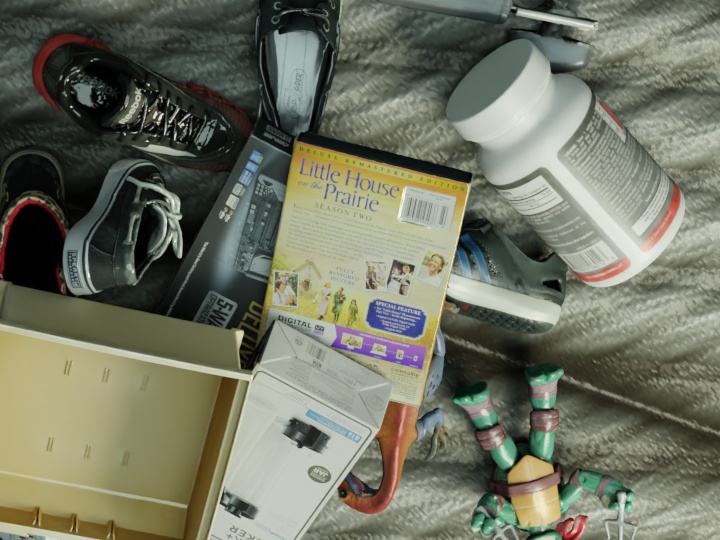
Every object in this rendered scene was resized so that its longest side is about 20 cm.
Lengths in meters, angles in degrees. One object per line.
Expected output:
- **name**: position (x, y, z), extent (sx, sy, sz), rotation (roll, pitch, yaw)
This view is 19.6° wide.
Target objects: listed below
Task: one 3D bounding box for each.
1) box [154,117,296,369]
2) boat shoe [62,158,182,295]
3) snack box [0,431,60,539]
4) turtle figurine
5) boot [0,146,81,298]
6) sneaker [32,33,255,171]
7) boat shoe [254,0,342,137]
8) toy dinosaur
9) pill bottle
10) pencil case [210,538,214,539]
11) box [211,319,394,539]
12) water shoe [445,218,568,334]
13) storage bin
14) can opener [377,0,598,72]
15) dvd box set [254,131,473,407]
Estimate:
- **box**: position (-0.063, -0.001, 1.726), extent (0.157, 0.050, 0.201), rotation (29, 112, -6)
- **boat shoe**: position (-0.176, -0.039, 1.662), extent (0.067, 0.199, 0.074), rotation (-3, 108, 12)
- **snack box**: position (-0.300, 0.210, 1.743), extent (0.141, 0.053, 0.202), rotation (11, 106, 30)
- **turtle figurine**: position (0.152, 0.190, 1.829), extent (0.149, 0.101, 0.202), rotation (-19, 99, -20)
- **boot**: position (-0.260, 0.011, 1.687), extent (0.072, 0.151, 0.202), rotation (-2, 104, -9)
- **sneaker**: position (-0.171, -0.128, 1.696), extent (0.199, 0.098, 0.071), rotation (23, 97, -16)
- **boat shoe**: position (-0.052, -0.190, 1.716), extent (0.074, 0.066, 0.201), rotation (8, 102, -11)
- **toy dinosaur**: position (0.019, 0.110, 1.764), extent (0.104, 0.200, 0.183), rotation (8, 76, 9)
- **pill bottle**: position (0.171, -0.091, 1.746), extent (0.116, 0.116, 0.200), rotation (-43, 111, 3)
- **pencil case**: position (-0.164, 0.225, 1.795), extent (0.199, 0.083, 0.087), rotation (22, 144, -14)
- **box**: position (-0.069, 0.147, 1.713), extent (0.116, 0.060, 0.200), rotation (29, 129, -8)
- **water shoe**: position (0.083, -0.009, 1.795), extent (0.199, 0.071, 0.080), rotation (21, 73, -13)
- **storage bin**: position (-0.204, 0.129, 1.610), extent (0.198, 0.094, 0.200), rotation (12, 112, -11)
- **can opener**: position (0.103, -0.209, 1.745), extent (0.198, 0.053, 0.067), rotation (8, 102, -10)
- **dvd box set**: position (0.000, 0.000, 1.673), extent (0.145, 0.029, 0.202), rotation (13, 113, 4)
